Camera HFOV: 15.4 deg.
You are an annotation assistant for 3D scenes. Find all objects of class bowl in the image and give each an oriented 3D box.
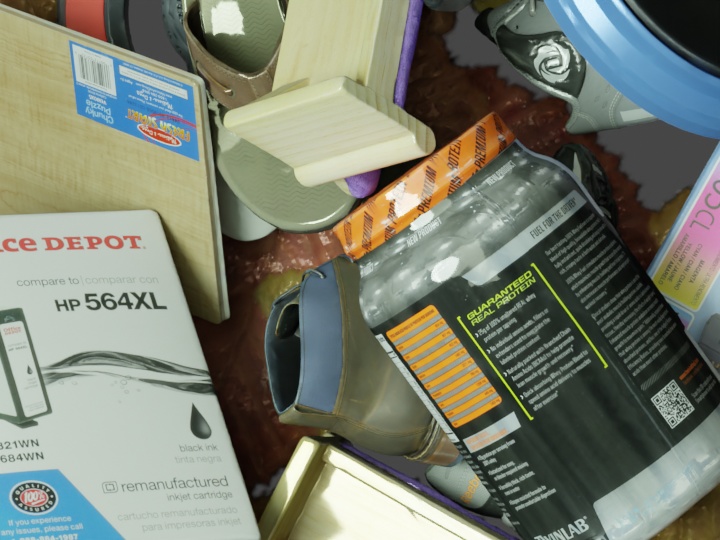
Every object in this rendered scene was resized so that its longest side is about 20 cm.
[{"bbox_3d":[0.171,-0.162,1.299,0.039,0.200,0.201,-37,71,54],"label":"bowl"}]

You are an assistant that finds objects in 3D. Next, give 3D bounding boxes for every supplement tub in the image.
[{"bbox_3d":[0.083,0.033,1.256,0.122,0.123,0.200,-35,92,9],"label":"supplement tub"}]

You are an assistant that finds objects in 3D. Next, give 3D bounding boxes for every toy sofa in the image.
[{"bbox_3d":[0.010,-0.140,1.279,0.083,0.098,0.200,-14,57,42],"label":"toy sofa"},{"bbox_3d":[0.047,0.161,1.333,0.200,0.098,0.083,28,95,17],"label":"toy sofa"}]

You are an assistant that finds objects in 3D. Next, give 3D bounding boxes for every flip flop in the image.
[{"bbox_3d":[-0.052,-0.114,1.315,0.081,0.058,0.200,-13,91,15],"label":"flip flop"}]

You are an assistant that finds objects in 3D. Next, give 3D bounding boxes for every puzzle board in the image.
[{"bbox_3d":[-0.152,-0.066,1.395,0.200,0.017,0.151,21,133,29],"label":"puzzle board"}]

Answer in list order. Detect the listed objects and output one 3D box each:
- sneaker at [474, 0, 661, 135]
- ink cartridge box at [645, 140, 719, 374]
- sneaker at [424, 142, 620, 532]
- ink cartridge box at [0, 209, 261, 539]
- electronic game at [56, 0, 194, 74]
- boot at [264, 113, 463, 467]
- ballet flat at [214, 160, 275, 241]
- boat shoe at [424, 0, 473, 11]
[{"bbox_3d":[0.107,-0.164,1.373,0.115,0.075,0.200,-15,80,18],"label":"sneaker"},{"bbox_3d":[0.243,0.029,1.315,0.200,0.076,0.137,29,93,15],"label":"ink cartridge box"},{"bbox_3d":[0.082,0.031,1.360,0.079,0.074,0.200,13,88,21],"label":"sneaker"},{"bbox_3d":[-0.152,0.072,1.312,0.084,0.146,0.200,-58,43,47],"label":"ink cartridge box"},{"bbox_3d":[-0.069,-0.143,1.434,0.200,0.042,0.200,-1,84,15],"label":"electronic game"},{"bbox_3d":[0.000,0.000,1.347,0.075,0.097,0.200,-48,42,48],"label":"boot"},{"bbox_3d":[-0.040,-0.112,1.374,0.069,0.069,0.200,23,94,16],"label":"ballet flat"},{"bbox_3d":[0.056,-0.234,1.392,0.062,0.072,0.200,0,83,-21],"label":"boat shoe"}]
